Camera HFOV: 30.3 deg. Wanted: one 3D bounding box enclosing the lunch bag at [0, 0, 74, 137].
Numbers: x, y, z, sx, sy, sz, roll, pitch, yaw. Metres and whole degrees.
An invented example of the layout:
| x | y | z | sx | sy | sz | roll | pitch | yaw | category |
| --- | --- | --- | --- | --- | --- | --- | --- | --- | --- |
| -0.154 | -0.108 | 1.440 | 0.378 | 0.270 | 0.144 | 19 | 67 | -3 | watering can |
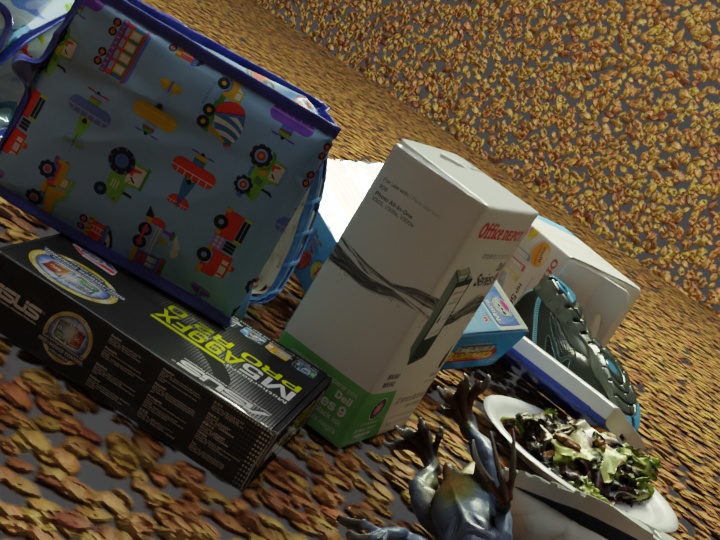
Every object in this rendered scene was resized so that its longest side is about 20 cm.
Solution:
| x | y | z | sx | sy | sz | roll | pitch | yaw | category |
| --- | --- | --- | --- | --- | --- | --- | --- | --- | --- |
| -0.331 | -0.187 | 1.082 | 0.169 | 0.128 | 0.200 | 30 | 43 | 19 | lunch bag |

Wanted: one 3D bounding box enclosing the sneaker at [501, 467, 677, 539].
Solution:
| x | y | z | sx | sy | sz | roll | pitch | yaw | category |
| --- | --- | --- | --- | --- | --- | --- | --- | --- | --- |
| 0.125 | 0.182 | 0.858 | 0.076 | 0.081 | 0.200 | 25 | -7 | -11 | sneaker |

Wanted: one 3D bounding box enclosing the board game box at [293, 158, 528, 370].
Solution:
| x | y | z | sx | sy | sz | roll | pitch | yaw | category |
| --- | --- | --- | --- | --- | --- | --- | --- | --- | --- |
| 0.028 | -0.006 | 1.175 | 0.195 | 0.056 | 0.201 | 0 | 52 | -49 | board game box |

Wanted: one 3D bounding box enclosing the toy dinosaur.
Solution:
| x | y | z | sx | sy | sz | roll | pitch | yaw | category |
| --- | --- | --- | --- | --- | --- | --- | --- | --- | --- |
| 0.080 | 0.154 | 0.825 | 0.200 | 0.105 | 0.182 | 36 | 25 | -45 | toy dinosaur |

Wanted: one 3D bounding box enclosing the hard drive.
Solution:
| x | y | z | sx | sy | sz | roll | pitch | yaw | category |
| --- | --- | --- | --- | --- | --- | --- | --- | --- | --- |
| 0.186 | 0.106 | 1.322 | 0.200 | 0.025 | 0.132 | 38 | -4 | 33 | hard drive |

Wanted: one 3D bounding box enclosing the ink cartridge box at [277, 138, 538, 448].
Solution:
| x | y | z | sx | sy | sz | roll | pitch | yaw | category |
| --- | --- | --- | --- | --- | --- | --- | --- | --- | --- |
| 0.029 | 0.016 | 0.962 | 0.084 | 0.201 | 0.146 | 35 | 13 | 17 | ink cartridge box |

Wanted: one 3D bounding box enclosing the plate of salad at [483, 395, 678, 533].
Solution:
| x | y | z | sx | sy | sz | roll | pitch | yaw | category |
| --- | --- | --- | --- | --- | --- | --- | --- | --- | --- |
| 0.198 | 0.160 | 1.167 | 0.199 | 0.048 | 0.200 | 30 | 12 | -7 | plate of salad |

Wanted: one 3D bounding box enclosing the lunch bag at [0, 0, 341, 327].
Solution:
| x | y | z | sx | sy | sz | roll | pitch | yaw | category |
| --- | --- | --- | --- | --- | --- | --- | --- | --- | --- |
| -0.137 | -0.083 | 0.863 | 0.199 | 0.151 | 0.094 | 28 | 11 | -15 | lunch bag |

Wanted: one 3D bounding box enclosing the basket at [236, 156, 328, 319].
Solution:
| x | y | z | sx | sy | sz | roll | pitch | yaw | category |
| --- | --- | --- | --- | --- | --- | --- | --- | --- | --- |
| -0.096 | -0.061 | 1.037 | 0.138 | 0.178 | 0.200 | 18 | 6 | -16 | basket |

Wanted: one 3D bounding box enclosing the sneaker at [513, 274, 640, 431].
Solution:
| x | y | z | sx | sy | sz | roll | pitch | yaw | category |
| --- | --- | --- | --- | --- | --- | --- | --- | --- | --- |
| 0.229 | 0.104 | 1.433 | 0.073 | 0.082 | 0.201 | 27 | 30 | -55 | sneaker |

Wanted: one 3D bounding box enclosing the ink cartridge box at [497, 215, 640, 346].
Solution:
| x | y | z | sx | sy | sz | roll | pitch | yaw | category |
| --- | --- | --- | --- | --- | --- | --- | --- | --- | --- |
| 0.220 | 0.023 | 1.576 | 0.125 | 0.129 | 0.200 | 23 | 14 | -33 | ink cartridge box |

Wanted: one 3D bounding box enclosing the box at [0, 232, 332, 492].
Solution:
| x | y | z | sx | sy | sz | roll | pitch | yaw | category |
| --- | --- | --- | --- | --- | --- | --- | --- | --- | --- |
| -0.125 | 0.047 | 0.837 | 0.199 | 0.044 | 0.160 | 32 | 11 | 6 | box |
